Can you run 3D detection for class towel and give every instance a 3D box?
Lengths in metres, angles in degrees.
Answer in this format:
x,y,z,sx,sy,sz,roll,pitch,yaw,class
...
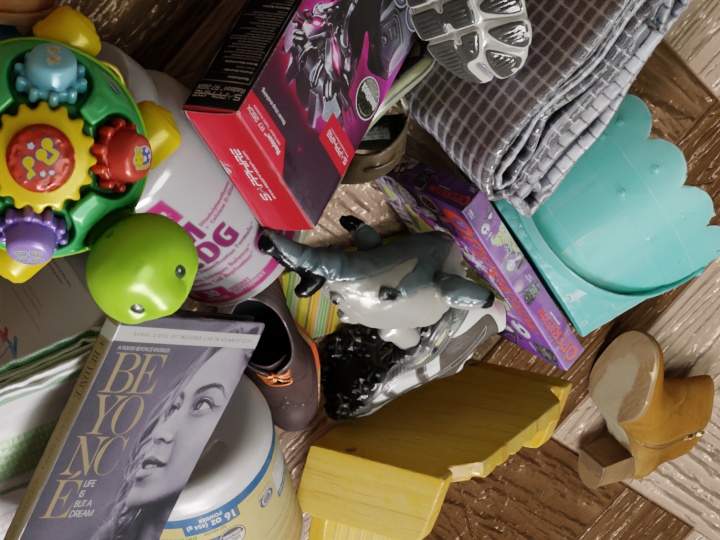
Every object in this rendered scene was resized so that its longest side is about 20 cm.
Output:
x,y,z,sx,sy,sz,roll,pitch,yaw,class
0.011,0.008,1.526,0.199,0.018,0.086,-16,138,-28,towel
0.121,-0.164,1.349,0.085,0.166,0.200,25,107,-41,towel
-0.218,0.138,1.255,0.149,0.031,0.201,-22,135,-19,towel

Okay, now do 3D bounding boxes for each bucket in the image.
x,y,z,sx,sy,sz,roll,pitch,yaw,class
0.175,-0.058,1.462,0.135,0.207,0.207,-37,140,1,bucket

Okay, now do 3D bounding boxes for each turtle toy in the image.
x,y,z,sx,sy,sz,roll,pitch,yaw,class
-0.174,-0.054,1.116,0.146,0.101,0.200,-42,103,-1,turtle toy

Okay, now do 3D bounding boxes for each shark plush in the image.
x,y,z,sx,sy,sz,roll,pitch,yaw,class
0.000,0.000,1.344,0.199,0.084,0.091,3,153,-33,shark plush

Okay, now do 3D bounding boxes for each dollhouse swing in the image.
x,y,z,sx,sy,sz,roll,pitch,yaw,class
0.061,0.193,1.573,0.200,0.181,0.177,-29,122,-49,dollhouse swing

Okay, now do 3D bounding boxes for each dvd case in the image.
x,y,z,sx,sy,sz,roll,pitch,yaw,class
-0.153,0.116,1.263,0.148,0.016,0.201,7,113,-55,dvd case

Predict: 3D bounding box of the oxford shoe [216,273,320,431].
x,y,z,sx,sy,sz,roll,pitch,yaw,class
-0.074,0.067,1.451,0.071,0.073,0.201,-16,133,5,oxford shoe

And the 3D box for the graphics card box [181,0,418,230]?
x,y,z,sx,sy,sz,roll,pitch,yaw,class
-0.032,-0.142,1.259,0.201,0.051,0.126,-63,142,-27,graphics card box

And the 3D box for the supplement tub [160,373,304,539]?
x,y,z,sx,sy,sz,roll,pitch,yaw,class
-0.123,0.182,1.471,0.144,0.145,0.201,-29,138,-14,supplement tub

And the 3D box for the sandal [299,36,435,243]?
x,y,z,sx,sy,sz,roll,pitch,yaw,class
-0.002,-0.091,1.376,0.057,0.080,0.201,26,118,-19,sandal

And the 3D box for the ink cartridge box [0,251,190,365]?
x,y,z,sx,sy,sz,roll,pitch,yaw,class
-0.219,0.087,1.328,0.128,0.125,0.200,25,108,-47,ink cartridge box

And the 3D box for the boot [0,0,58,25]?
x,y,z,sx,sy,sz,roll,pitch,yaw,class
-0.228,-0.238,1.090,0.199,0.077,0.156,22,106,-39,boot

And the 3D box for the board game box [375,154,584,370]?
x,y,z,sx,sy,sz,roll,pitch,yaw,class
0.091,-0.008,1.468,0.032,0.120,0.200,-50,131,-16,board game box

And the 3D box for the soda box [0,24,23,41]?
x,y,z,sx,sy,sz,roll,pitch,yaw,class
-0.273,-0.073,1.194,0.068,0.064,0.201,-3,125,-37,soda box

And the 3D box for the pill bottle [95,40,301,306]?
x,y,z,sx,sy,sz,roll,pitch,yaw,class
-0.135,-0.064,1.272,0.113,0.113,0.200,-46,139,5,pill bottle

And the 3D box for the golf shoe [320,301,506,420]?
x,y,z,sx,sy,sz,roll,pitch,yaw,class
0.040,0.071,1.500,0.094,0.078,0.200,6,155,-31,golf shoe

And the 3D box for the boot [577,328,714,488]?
x,y,z,sx,sy,sz,roll,pitch,yaw,class
0.288,0.118,1.808,0.144,0.071,0.202,-19,138,-33,boot

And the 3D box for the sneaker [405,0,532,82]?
x,y,z,sx,sy,sz,roll,pitch,yaw,class
0.068,-0.226,1.269,0.201,0.080,0.083,68,28,-18,sneaker
